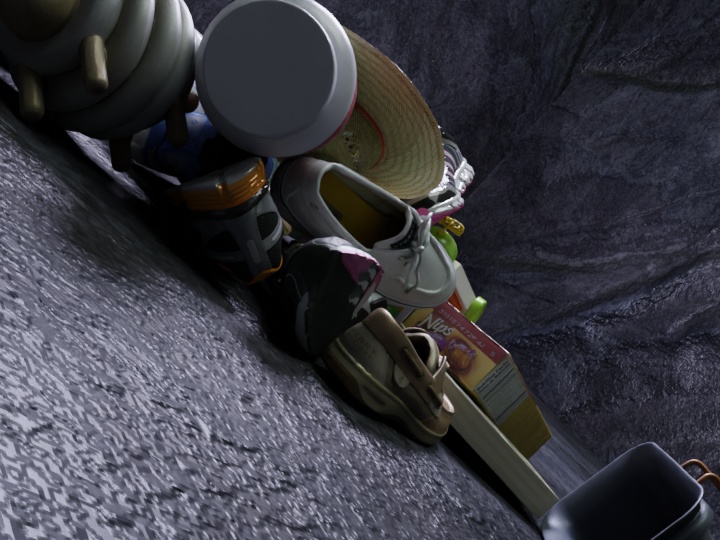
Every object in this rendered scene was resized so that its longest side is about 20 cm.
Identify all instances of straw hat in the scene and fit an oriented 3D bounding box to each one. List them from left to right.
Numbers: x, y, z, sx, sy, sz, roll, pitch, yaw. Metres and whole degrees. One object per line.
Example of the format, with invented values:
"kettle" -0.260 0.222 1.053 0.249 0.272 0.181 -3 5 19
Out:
"straw hat" -0.029 -0.116 0.869 0.200 0.085 0.202 35 -28 21

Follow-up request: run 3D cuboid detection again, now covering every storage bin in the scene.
"storage bin" 0.248 0.237 0.791 0.135 0.145 0.200 53 4 -1

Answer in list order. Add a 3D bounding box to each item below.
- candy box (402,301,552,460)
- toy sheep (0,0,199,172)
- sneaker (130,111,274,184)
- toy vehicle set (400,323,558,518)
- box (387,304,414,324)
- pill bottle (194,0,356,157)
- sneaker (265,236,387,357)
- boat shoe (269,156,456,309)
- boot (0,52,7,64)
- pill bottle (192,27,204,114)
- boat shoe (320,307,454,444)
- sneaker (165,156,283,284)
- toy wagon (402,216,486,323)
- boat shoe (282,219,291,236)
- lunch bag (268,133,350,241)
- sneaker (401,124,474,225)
"candy box" 0.128 0.119 1.059 0.117 0.056 0.200 42 -10 40
"toy sheep" -0.172 -0.149 0.674 0.138 0.138 0.200 45 2 27
"sneaker" -0.119 -0.093 0.866 0.089 0.079 0.200 26 7 16
"toy vehicle set" 0.096 0.133 0.921 0.200 0.026 0.124 48 1 -7
"box" 0.000 0.000 0.971 0.112 0.101 0.200 43 4 -4
"pill bottle" -0.057 -0.138 0.713 0.112 0.112 0.200 42 5 -5
"sneaker" -0.039 0.013 0.736 0.086 0.081 0.200 38 -10 12
"boat shoe" 0.025 -0.028 0.790 0.202 0.075 0.086 38 -20 -34
"boot" -0.238 -0.236 0.688 0.079 0.158 0.211 44 4 21
"pill bottle" -0.181 -0.174 0.934 0.114 0.114 0.200 43 4 4
"boat shoe" 0.040 0.082 0.760 0.071 0.065 0.200 45 2 26
"sneaker" -0.095 -0.037 0.729 0.200 0.078 0.078 -132 -160 -79
"toy wagon" 0.068 0.014 1.121 0.155 0.040 0.201 35 -38 16
"boat shoe" -0.139 -0.098 1.050 0.201 0.063 0.073 53 -4 30
"lunch bag" -0.023 -0.092 1.146 0.199 0.078 0.160 -12 -26 40
"sneaker" 0.063 -0.100 1.025 0.088 0.073 0.200 57 26 -12
